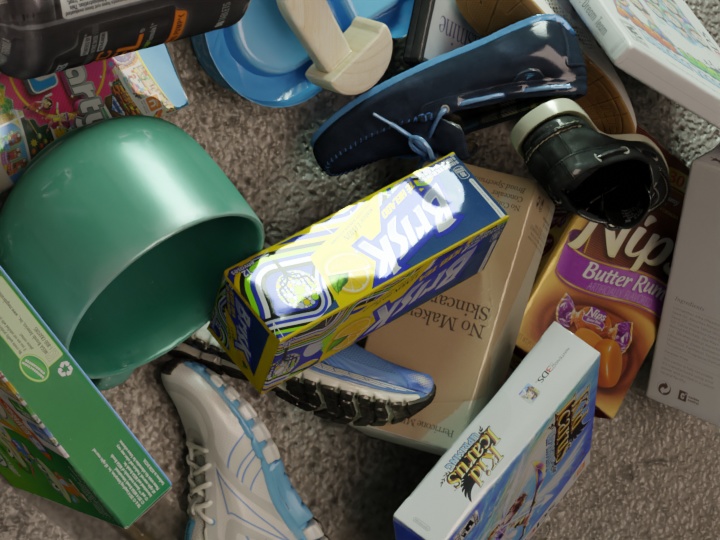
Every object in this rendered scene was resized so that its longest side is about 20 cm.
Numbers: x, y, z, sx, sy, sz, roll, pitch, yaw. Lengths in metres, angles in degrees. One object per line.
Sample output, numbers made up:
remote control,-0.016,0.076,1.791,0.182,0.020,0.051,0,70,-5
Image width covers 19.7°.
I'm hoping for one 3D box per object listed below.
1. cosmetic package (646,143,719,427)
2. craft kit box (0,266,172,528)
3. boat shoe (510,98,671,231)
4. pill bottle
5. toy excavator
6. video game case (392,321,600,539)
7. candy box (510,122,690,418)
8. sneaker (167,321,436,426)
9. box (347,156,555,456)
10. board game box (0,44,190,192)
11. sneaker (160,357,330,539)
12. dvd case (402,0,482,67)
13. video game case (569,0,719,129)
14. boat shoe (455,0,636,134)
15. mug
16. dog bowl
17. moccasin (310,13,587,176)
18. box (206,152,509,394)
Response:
cosmetic package,0.285,0.005,1.568,0.101,0.071,0.201,-27,131,-49
craft kit box,-0.224,0.060,1.267,0.048,0.197,0.200,-42,110,-18
boat shoe,0.176,-0.061,1.459,0.074,0.066,0.199,-36,152,14
pill bottle,-0.174,-0.179,1.266,0.199,0.106,0.107,-18,101,-27
toy excavator,-0.035,-0.238,1.367,0.194,0.100,0.201,23,91,-39
video game case,0.099,0.154,1.468,0.045,0.200,0.181,33,70,19
candy box,0.184,-0.003,1.577,0.117,0.056,0.200,36,73,-25
sneaker,-0.039,0.041,1.410,0.199,0.079,0.089,23,71,0
box,0.064,0.029,1.476,0.078,0.095,0.201,40,65,-71
board game box,-0.230,-0.135,1.332,0.200,0.064,0.148,-28,105,-27
sneaker,-0.092,0.154,1.419,0.087,0.075,0.200,-35,108,-18
dvd case,0.090,-0.228,1.499,0.143,0.017,0.201,19,82,-58
video game case,0.212,-0.175,1.506,0.200,0.182,0.024,23,119,-41
boat shoe,0.143,-0.167,1.497,0.200,0.071,0.069,48,43,-36
mug,-0.164,-0.013,1.316,0.185,0.115,0.152,-45,159,16
dog bowl,-0.035,-0.192,1.448,0.200,0.050,0.112,-36,109,-24
moccasin,0.060,-0.108,1.423,0.200,0.080,0.068,-26,78,16
box,0.000,0.000,1.369,0.200,0.070,0.064,-29,68,-30
